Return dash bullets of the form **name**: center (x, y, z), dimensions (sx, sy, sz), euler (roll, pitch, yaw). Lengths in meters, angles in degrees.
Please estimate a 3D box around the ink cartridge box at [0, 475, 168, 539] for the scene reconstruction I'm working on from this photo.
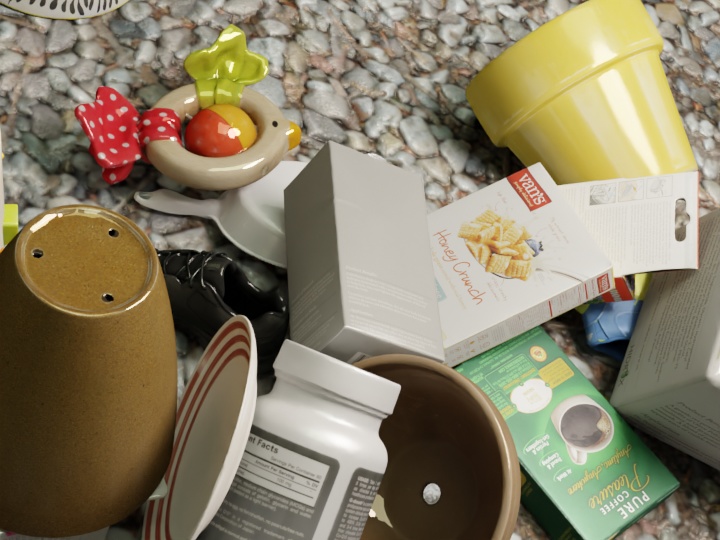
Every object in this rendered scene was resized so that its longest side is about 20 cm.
- **ink cartridge box**: center (-0.257, 0.155, 1.029), dimensions (0.199, 0.068, 0.115), euler (-8, 57, -26)

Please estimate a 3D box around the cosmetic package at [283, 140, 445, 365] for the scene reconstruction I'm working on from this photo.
- **cosmetic package**: center (0.000, 0.000, 1.171), dimensions (0.107, 0.090, 0.201), euler (20, 44, -28)

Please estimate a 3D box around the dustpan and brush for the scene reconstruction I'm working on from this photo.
- **dustpan and brush**: center (-0.105, -0.057, 1.272), dimensions (0.199, 0.057, 0.140), euler (17, 39, -18)

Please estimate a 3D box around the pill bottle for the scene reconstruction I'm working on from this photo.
- **pill bottle**: center (-0.048, 0.161, 1.019), dimensions (0.116, 0.116, 0.201), euler (22, 85, -5)

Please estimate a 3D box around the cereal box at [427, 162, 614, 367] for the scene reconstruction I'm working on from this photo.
- **cereal box**: center (0.108, -0.002, 1.247), dimensions (0.199, 0.040, 0.144), euler (-26, 52, -4)

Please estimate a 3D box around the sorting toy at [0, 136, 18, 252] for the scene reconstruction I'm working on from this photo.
- **sorting toy**: center (-0.330, -0.085, 1.110), dimensions (0.107, 0.180, 0.200), euler (-30, 70, -36)

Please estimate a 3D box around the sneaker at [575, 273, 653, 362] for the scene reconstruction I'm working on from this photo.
- **sneaker**: center (0.294, 0.049, 1.341), dimensions (0.199, 0.076, 0.105), euler (3, 68, -15)

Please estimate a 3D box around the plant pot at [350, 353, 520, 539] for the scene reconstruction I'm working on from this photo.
- **plant pot**: center (0.041, 0.172, 1.091), dimensions (0.201, 0.201, 0.093), euler (59, 16, 25)

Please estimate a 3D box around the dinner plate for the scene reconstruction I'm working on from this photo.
- **dinner plate**: center (-0.114, 0.130, 1.021), dimensions (0.024, 0.200, 0.201), euler (23, 48, -17)

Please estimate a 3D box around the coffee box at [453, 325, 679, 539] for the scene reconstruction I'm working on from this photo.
- **coffee box**: center (0.171, 0.149, 1.221), dimensions (0.123, 0.044, 0.200), euler (-28, 68, -35)

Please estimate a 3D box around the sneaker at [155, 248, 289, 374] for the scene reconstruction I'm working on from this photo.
- **sneaker**: center (-0.147, 0.011, 1.171), dimensions (0.199, 0.091, 0.076), euler (23, 51, -2)

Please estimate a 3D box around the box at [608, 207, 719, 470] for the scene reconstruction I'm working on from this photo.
- **box**: center (0.366, 0.068, 1.229), dimensions (0.199, 0.171, 0.201), euler (27, 69, -12)

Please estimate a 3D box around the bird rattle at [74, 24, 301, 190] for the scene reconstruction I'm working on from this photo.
- **bird rattle**: center (-0.147, -0.133, 1.249), dimensions (0.163, 0.113, 0.200), euler (34, 43, 27)

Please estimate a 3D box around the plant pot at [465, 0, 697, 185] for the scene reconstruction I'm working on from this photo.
- **plant pot**: center (0.234, -0.148, 1.392), dimensions (0.200, 0.201, 0.189), euler (-24, 82, -34)

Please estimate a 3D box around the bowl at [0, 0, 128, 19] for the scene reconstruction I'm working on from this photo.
- **bowl**: center (-0.306, -0.355, 1.387), dimensions (0.200, 0.094, 0.201), euler (11, 51, -15)

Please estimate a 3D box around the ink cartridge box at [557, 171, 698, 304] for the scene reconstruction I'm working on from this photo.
- **ink cartridge box**: center (0.218, -0.026, 1.287), dimensions (0.199, 0.050, 0.109), euler (-6, 58, 23)

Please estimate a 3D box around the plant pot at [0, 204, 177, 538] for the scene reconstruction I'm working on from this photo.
- **plant pot**: center (-0.202, 0.055, 0.953), dimensions (0.186, 0.200, 0.187), euler (11, 50, -13)
